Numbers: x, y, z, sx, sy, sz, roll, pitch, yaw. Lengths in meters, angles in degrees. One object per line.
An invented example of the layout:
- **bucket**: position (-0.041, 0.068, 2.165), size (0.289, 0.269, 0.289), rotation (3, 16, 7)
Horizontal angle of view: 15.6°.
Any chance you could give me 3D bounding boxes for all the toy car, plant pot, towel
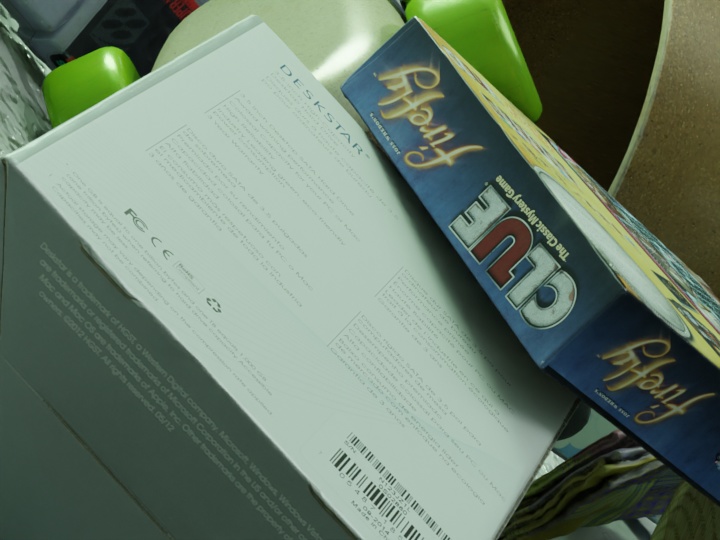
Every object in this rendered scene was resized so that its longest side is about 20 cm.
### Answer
- **toy car**: position (0.000, 0.000, 0.940), size (0.158, 0.164, 0.200), rotation (-101, 168, -66)
- **plant pot**: position (0.159, -0.037, 1.078), size (0.200, 0.187, 0.187), rotation (19, 25, -20)
- **towel**: position (0.140, 0.082, 1.076), size (0.200, 0.144, 0.023), rotation (-8, 71, -34)

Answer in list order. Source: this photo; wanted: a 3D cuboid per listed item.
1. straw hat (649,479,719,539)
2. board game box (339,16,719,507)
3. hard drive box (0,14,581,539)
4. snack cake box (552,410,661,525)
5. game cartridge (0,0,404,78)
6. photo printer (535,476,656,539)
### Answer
- **straw hat**: position (0.067, 0.154, 0.916), size (0.085, 0.202, 0.201), rotation (13, 18, -6)
- **board game box**: position (0.086, 0.015, 0.833), size (0.200, 0.035, 0.136), rotation (37, 14, -47)
- **hard drive box**: position (-0.030, 0.026, 0.719), size (0.156, 0.077, 0.200), rotation (48, 22, 0)
- **snack cake box**: position (0.104, 0.027, 1.232), size (0.200, 0.115, 0.067), rotation (33, -2, 28)
- **game cartridge**: position (-0.051, -0.092, 1.041), size (0.038, 0.130, 0.200), rotation (12, -30, 49)
- **photo printer**: position (0.129, 0.173, 1.193), size (0.167, 0.069, 0.200), rotation (53, 8, 22)
